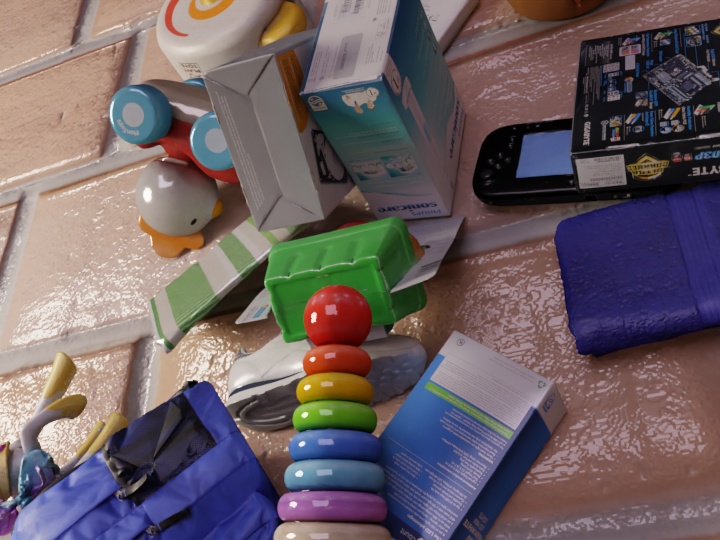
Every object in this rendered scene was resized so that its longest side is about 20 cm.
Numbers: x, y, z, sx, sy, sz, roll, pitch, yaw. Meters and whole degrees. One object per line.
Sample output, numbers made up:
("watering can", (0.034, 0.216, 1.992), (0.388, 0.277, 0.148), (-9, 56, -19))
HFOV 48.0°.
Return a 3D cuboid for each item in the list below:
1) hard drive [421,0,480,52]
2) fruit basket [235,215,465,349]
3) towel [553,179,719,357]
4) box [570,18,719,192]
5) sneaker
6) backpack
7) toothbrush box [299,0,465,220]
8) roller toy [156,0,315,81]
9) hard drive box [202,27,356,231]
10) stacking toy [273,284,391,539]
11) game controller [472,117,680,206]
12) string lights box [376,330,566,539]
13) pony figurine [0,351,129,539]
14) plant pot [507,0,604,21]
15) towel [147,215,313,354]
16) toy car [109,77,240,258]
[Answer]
("hard drive", (0.041, -0.274, 0.982), (0.131, 0.026, 0.201), (22, 70, 36))
("fruit basket", (0.000, 0.000, 0.754), (0.184, 0.094, 0.200), (-12, 10, 18))
("towel", (0.268, -0.005, 0.672), (0.199, 0.050, 0.148), (-14, 46, 19))
("box", (0.277, -0.155, 0.734), (0.158, 0.046, 0.201), (-4, 42, 22))
("sneaker", (-0.036, 0.084, 0.748), (0.199, 0.077, 0.081), (-14, 43, 16))
("backpack", (-0.160, 0.213, 0.636), (0.199, 0.163, 0.168), (-31, 47, -14))
("toothbrush box", (0.032, -0.165, 0.798), (0.085, 0.200, 0.147), (-4, 57, 25))
("roller toy", (-0.158, -0.304, 1.028), (0.182, 0.140, 0.201), (-28, 50, 8))
("hard drive box", (-0.058, -0.151, 0.809), (0.076, 0.157, 0.200), (-9, 22, 21))
("stacking toy", (-0.018, 0.107, 0.606), (0.085, 0.085, 0.201), (-7, 70, 23))
("game controller", (0.208, -0.108, 0.774), (0.199, 0.042, 0.105), (-1, 58, 25))
("string lights box", (0.066, 0.159, 0.650), (0.102, 0.059, 0.200), (27, 73, 37))
("pony figurine", (-0.301, 0.206, 0.740), (0.166, 0.194, 0.200), (15, 47, 30))
("plant pot", (0.213, -0.374, 0.890), (0.199, 0.140, 0.201), (-13, 53, 18))
("towel", (-0.139, -0.004, 0.849), (0.200, 0.023, 0.153), (-41, 21, -5))
("toy car", (-0.187, -0.104, 0.924), (0.176, 0.184, 0.201), (18, 109, 7))
